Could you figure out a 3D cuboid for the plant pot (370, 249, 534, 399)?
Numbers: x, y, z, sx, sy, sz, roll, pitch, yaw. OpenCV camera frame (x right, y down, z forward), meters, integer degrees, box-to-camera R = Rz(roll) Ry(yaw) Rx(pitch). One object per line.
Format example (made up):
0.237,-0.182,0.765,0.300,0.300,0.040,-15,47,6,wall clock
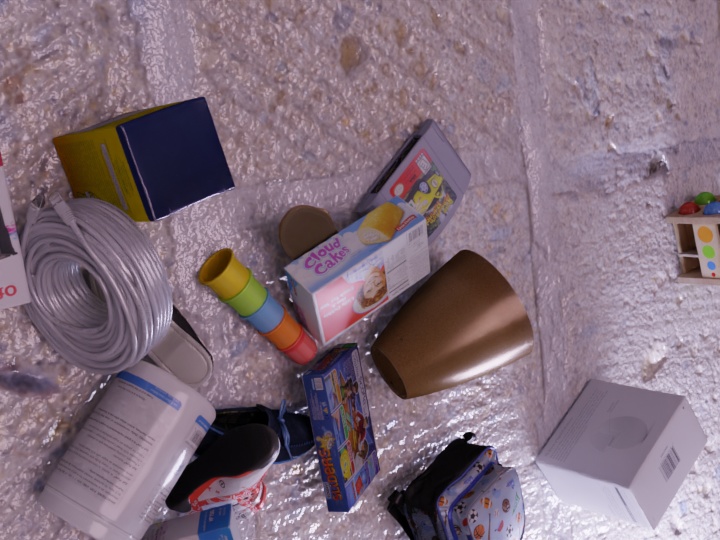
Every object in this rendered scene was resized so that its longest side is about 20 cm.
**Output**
0.120,0.099,1.481,0.200,0.186,0.187,-32,112,-16,plant pot

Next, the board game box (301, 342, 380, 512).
-0.024,0.218,1.408,0.135,0.034,0.201,-35,117,-65,board game box

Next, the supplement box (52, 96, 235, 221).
-0.251,-0.123,1.143,0.109,0.200,0.110,-27,108,-33,supplement box

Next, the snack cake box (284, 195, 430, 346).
0.000,0.000,1.384,0.200,0.067,0.115,-34,144,-21,snack cake box

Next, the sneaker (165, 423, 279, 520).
-0.147,0.259,1.272,0.108,0.201,0.067,27,40,-41,sneaker

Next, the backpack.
0.165,0.381,1.534,0.200,0.154,0.191,-32,121,-35,backpack

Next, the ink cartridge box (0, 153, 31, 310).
-0.451,-0.047,1.066,0.147,0.085,0.201,-17,102,-36,ink cartridge box

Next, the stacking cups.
-0.128,0.051,1.342,0.200,0.060,0.061,44,67,-33,stacking cups

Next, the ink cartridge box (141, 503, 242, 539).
-0.242,0.377,1.237,0.199,0.067,0.117,-14,104,-2,ink cartridge box

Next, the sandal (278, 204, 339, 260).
-0.066,-0.053,1.385,0.078,0.070,0.212,-50,146,7,sandal

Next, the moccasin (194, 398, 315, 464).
-0.132,0.216,1.325,0.199,0.081,0.068,0,138,-39,moccasin

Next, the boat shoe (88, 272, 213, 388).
-0.257,0.061,1.237,0.074,0.060,0.200,-44,99,-3,boat shoe

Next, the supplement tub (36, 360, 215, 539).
-0.275,0.220,1.192,0.132,0.132,0.200,44,68,-31,supplement tub

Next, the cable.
-0.303,0.018,1.121,0.200,0.200,0.069,47,41,1,cable

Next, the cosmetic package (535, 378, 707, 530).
0.448,0.310,1.717,0.199,0.200,0.123,-48,122,-25,cosmetic package

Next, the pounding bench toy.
0.710,-0.082,1.941,0.200,0.124,0.157,-27,108,-34,pounding bench toy

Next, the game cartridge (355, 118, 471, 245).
0.087,-0.114,1.512,0.200,0.041,0.133,-53,126,-22,game cartridge
